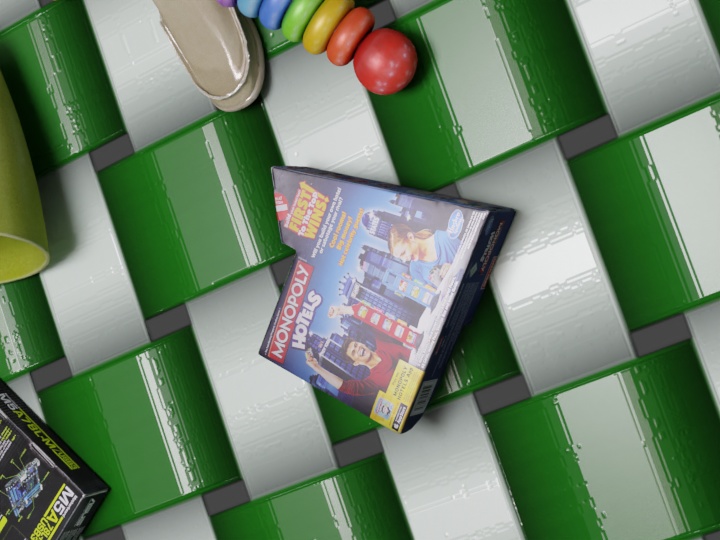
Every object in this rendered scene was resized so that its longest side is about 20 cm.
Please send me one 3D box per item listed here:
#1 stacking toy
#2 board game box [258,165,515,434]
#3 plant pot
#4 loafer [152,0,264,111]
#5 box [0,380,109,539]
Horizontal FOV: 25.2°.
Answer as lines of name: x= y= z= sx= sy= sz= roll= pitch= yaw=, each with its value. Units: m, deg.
stacking toy: x=-0.039 y=-0.215 z=1.344 sx=0.199 sy=0.085 sz=0.086 roll=36 pitch=108 yaw=2
board game box: x=0.000 y=0.000 z=1.352 sx=0.199 sy=0.062 sz=0.202 roll=28 pitch=105 yaw=24
plant pot: x=-0.383 y=-0.105 z=1.493 sx=0.186 sy=0.187 sz=0.202 roll=-13 pitch=72 yaw=27
loafer: x=-0.147 y=-0.232 z=1.411 sx=0.075 sy=0.068 sz=0.202 roll=-27 pitch=81 yaw=25
box: x=-0.362 y=0.226 z=1.556 sx=0.193 sy=0.047 sz=0.201 roll=38 pitch=108 yaw=18
